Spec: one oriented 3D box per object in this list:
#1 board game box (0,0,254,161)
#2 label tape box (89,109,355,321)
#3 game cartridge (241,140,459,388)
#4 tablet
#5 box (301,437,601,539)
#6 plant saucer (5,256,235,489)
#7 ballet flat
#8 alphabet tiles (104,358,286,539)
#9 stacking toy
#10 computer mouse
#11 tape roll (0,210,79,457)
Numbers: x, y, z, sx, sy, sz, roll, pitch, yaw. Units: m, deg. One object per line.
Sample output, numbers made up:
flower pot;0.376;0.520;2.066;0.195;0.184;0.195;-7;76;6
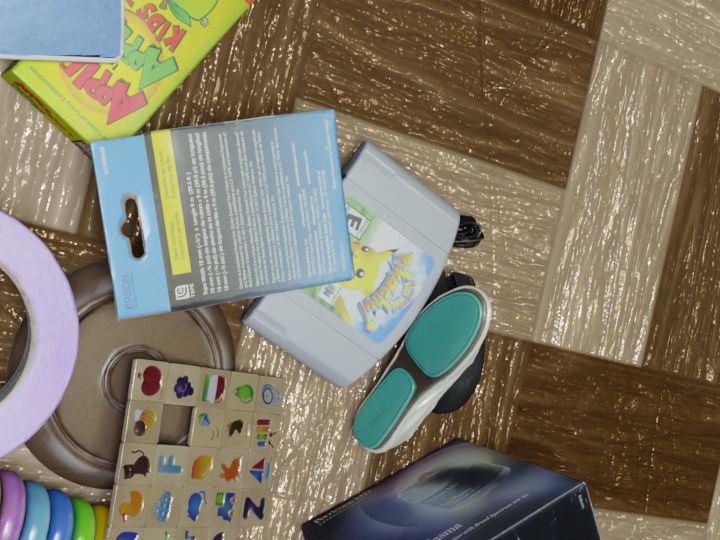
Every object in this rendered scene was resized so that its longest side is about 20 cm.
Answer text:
board game box;-0.181;-0.194;0.833;0.102;0.048;0.200;45;73;-25
label tape box;-0.114;-0.049;0.842;0.199;0.063;0.145;-10;99;-19
game cartridge;0.000;0.000;0.938;0.133;0.040;0.200;35;85;-20
tablet;-0.234;-0.254;0.744;0.130;0.014;0.201;-4;106;-31
box;0.083;0.264;0.940;0.199;0.198;0.124;-24;104;-26
plant saucer;-0.193;0.090;0.864;0.199;0.032;0.201;-4;98;-30
ballet flat;0.066;0.092;0.959;0.069;0.070;0.200;21;117;-29
alphabet tiles;-0.138;0.183;0.867;0.167;0.008;0.201;15;81;-46
stacking toy;-0.230;0.215;0.831;0.199;0.085;0.086;21;84;-34
computer mouse;0.067;0.046;0.997;0.140;0.046;0.201;1;95;-30
tape roll;-0.312;0.045;0.754;0.199;0.066;0.201;-1;92;-21
